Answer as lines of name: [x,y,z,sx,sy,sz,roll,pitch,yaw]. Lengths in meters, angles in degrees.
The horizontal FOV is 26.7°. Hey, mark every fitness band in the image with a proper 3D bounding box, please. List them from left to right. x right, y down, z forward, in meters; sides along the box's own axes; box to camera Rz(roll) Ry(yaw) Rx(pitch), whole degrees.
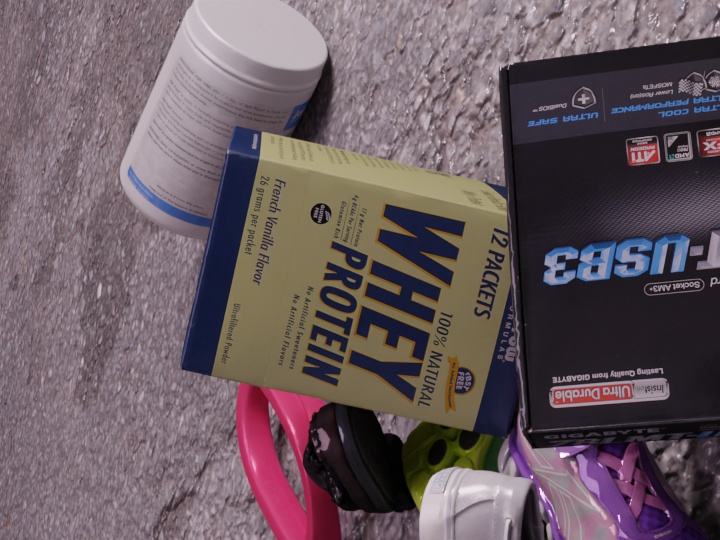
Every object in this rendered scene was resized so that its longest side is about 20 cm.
fitness band: [-0.059,0.147,1.225,0.200,0.037,0.144,-126,32,-52]

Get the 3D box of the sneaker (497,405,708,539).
sneaker: [0.139,0.120,0.850,0.200,0.080,0.089,-128,32,-53]

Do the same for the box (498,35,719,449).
box: [0.174,-0.017,0.754,0.050,0.200,0.199,56,-148,-67]

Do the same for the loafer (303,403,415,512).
loafer: [-0.009,0.135,1.018,0.200,0.063,0.072,52,-156,-70]

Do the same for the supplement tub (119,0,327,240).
supplement tub: [-0.126,-0.139,1.362,0.200,0.132,0.132,-59,36,33]

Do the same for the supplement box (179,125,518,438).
supplement box: [0.000,0.000,0.971,0.200,0.200,0.134,-110,33,-79]

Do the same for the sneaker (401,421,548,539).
sneaker: [0.075,0.156,0.973,0.074,0.084,0.200,-23,33,15]

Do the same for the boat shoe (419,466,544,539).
boat shoe: [0.086,0.201,0.839,0.068,0.072,0.200,-3,105,27]
